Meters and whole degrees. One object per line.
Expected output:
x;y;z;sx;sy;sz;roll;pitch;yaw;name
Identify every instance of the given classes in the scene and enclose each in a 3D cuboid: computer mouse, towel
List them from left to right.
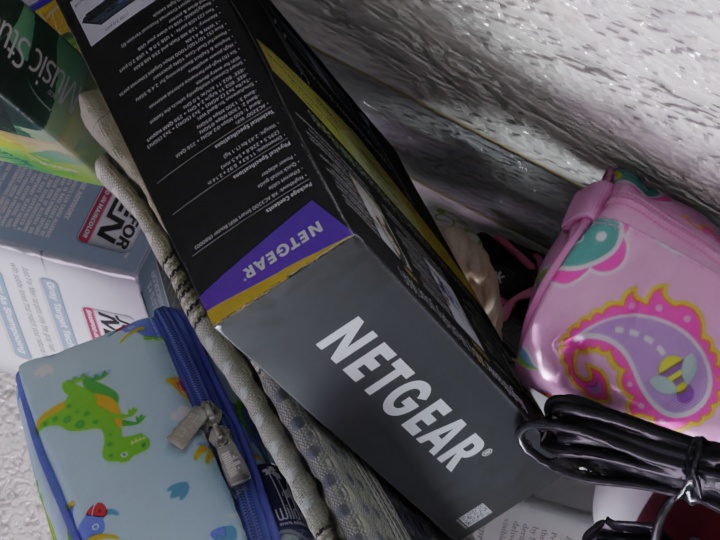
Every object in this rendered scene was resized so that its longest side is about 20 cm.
-0.023;0.040;0.897;0.201;0.034;0.193;60;-172;20;towel
0.135;0.120;0.861;0.140;0.046;0.201;12;134;33;computer mouse

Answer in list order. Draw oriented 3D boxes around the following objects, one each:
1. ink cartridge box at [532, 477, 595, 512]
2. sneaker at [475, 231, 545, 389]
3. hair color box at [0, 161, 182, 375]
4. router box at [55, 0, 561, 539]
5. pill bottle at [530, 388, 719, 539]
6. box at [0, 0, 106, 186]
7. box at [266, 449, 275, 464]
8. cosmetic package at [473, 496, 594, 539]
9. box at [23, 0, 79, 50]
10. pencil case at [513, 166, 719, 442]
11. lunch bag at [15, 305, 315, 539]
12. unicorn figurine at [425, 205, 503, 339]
0.108;0.112;1.170;0.198;0.086;0.148;12;-169;-5;ink cartridge box
0.078;0.025;1.077;0.199;0.079;0.095;19;157;45;sneaker
-0.161;-0.013;1.055;0.199;0.061;0.099;14;147;17;hair color box
-0.015;-0.016;0.846;0.158;0.052;0.200;62;-172;33;router box
0.160;0.089;0.945;0.200;0.113;0.113;40;177;20;pill bottle
-0.178;-0.093;0.855;0.144;0.037;0.200;15;167;30;box
0.020;0.103;1.418;0.199;0.158;0.051;21;150;46;box
0.084;0.139;1.042;0.199;0.085;0.108;15;179;-7;cosmetic package
-0.168;-0.103;1.053;0.064;0.070;0.200;19;169;28;box
0.150;0.040;0.854;0.199;0.088;0.087;26;172;9;pencil case
-0.056;0.122;0.909;0.161;0.082;0.201;-119;12;-47;lunch bag
0.000;0.000;1.051;0.199;0.074;0.138;7;119;46;unicorn figurine
